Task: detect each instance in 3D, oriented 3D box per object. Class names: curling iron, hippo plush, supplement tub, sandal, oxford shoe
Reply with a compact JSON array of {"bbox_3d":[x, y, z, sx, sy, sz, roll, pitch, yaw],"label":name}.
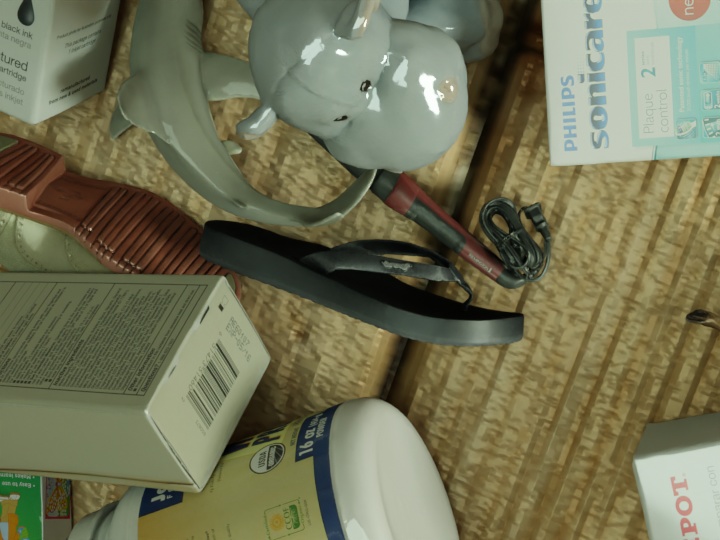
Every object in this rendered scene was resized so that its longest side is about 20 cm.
[{"bbox_3d":[0.028,-0.054,0.897,0.199,0.026,0.050,32,82,16],"label":"curling iron"},{"bbox_3d":[0.001,-0.142,0.790,0.199,0.161,0.159,33,115,-23],"label":"hippo plush"},{"bbox_3d":[-0.055,0.168,0.880,0.199,0.144,0.146,-21,90,17],"label":"supplement tub"},{"bbox_3d":[-0.001,0.000,0.882,0.199,0.076,0.043,19,100,14],"label":"sandal"},{"bbox_3d":[-0.164,-0.013,0.946,0.199,0.071,0.074,29,128,11],"label":"oxford shoe"}]

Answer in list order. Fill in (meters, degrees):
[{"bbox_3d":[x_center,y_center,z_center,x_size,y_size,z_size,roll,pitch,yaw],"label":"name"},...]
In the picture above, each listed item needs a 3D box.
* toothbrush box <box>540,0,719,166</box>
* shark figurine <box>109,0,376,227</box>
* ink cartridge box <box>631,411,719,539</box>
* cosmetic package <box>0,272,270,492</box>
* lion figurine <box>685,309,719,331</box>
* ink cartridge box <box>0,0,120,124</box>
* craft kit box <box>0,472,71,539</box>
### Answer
[{"bbox_3d":[0.197,-0.134,0.806,0.198,0.085,0.148,-1,95,18],"label":"toothbrush box"},{"bbox_3d":[-0.096,-0.080,0.886,0.128,0.089,0.215,-42,72,20],"label":"shark figurine"},{"bbox_3d":[0.258,0.142,0.816,0.198,0.084,0.147,-12,92,17],"label":"ink cartridge box"},{"bbox_3d":[-0.164,0.061,0.892,0.198,0.104,0.073,1,136,32],"label":"cosmetic package"},{"bbox_3d":[0.284,0.014,0.805,0.199,0.073,0.122,-27,129,32],"label":"lion figurine"},{"bbox_3d":[-0.211,-0.209,0.892,0.146,0.083,0.201,23,119,14],"label":"ink cartridge box"},{"bbox_3d":[-0.284,0.200,1.005,0.198,0.048,0.200,1,98,17],"label":"craft kit box"}]
